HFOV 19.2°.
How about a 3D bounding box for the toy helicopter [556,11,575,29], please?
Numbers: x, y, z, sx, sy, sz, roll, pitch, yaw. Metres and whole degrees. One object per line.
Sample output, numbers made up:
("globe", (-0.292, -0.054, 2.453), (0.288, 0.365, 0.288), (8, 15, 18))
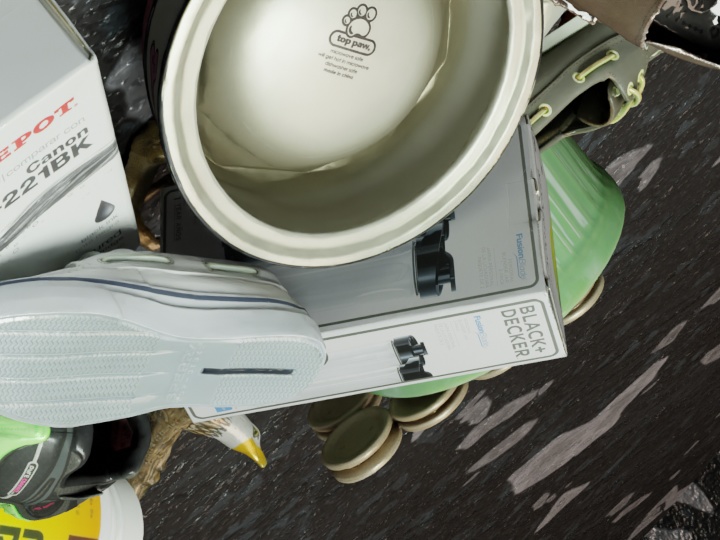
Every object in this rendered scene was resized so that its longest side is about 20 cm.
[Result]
("toy helicopter", (0.113, -0.200, 1.193), (0.132, 0.079, 0.199), (-43, 152, 25))

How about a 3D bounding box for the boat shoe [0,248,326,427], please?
("boat shoe", (-0.110, 0.026, 0.966), (0.199, 0.067, 0.074), (8, 127, -40))

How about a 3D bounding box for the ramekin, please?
("ramekin", (0.049, -0.029, 1.268), (0.199, 0.098, 0.201), (-29, -154, 16))

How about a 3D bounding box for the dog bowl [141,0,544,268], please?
("dog bowl", (-0.016, -0.106, 1.006), (0.199, 0.074, 0.202), (-14, 124, -22))

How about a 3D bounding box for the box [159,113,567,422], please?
("box", (0.000, 0.000, 1.078), (0.198, 0.117, 0.060), (-12, 142, 9))

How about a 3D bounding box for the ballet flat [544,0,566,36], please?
("ballet flat", (0.061, -0.144, 1.118), (0.199, 0.069, 0.068), (-15, 136, -24))

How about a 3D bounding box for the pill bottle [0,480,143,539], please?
("pill bottle", (-0.210, 0.132, 1.141), (0.109, 0.110, 0.199), (-47, 146, 18))

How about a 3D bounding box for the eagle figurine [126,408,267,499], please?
("eagle figurine", (-0.104, 0.058, 1.301), (0.150, 0.152, 0.200), (-6, -152, 15))

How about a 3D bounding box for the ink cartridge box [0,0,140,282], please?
("ink cartridge box", (-0.181, -0.036, 0.915), (0.144, 0.084, 0.200), (-37, 162, -14))

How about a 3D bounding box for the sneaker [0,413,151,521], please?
("sneaker", (-0.141, 0.089, 1.049), (0.083, 0.078, 0.200), (2, 178, 7))

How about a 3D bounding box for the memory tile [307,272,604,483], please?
("memory tile", (0.051, 0.040, 1.287), (0.199, 0.017, 0.153), (-36, -155, 3))

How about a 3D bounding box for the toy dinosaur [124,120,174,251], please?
("toy dinosaur", (-0.151, -0.004, 1.141), (0.200, 0.058, 0.101), (-50, 148, 0))

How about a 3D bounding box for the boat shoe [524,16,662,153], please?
("boat shoe", (0.119, -0.103, 1.182), (0.201, 0.060, 0.072), (-28, 164, -32))

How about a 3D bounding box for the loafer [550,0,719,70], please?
("loafer", (0.136, -0.154, 1.060), (0.199, 0.071, 0.073), (18, 118, -23))
